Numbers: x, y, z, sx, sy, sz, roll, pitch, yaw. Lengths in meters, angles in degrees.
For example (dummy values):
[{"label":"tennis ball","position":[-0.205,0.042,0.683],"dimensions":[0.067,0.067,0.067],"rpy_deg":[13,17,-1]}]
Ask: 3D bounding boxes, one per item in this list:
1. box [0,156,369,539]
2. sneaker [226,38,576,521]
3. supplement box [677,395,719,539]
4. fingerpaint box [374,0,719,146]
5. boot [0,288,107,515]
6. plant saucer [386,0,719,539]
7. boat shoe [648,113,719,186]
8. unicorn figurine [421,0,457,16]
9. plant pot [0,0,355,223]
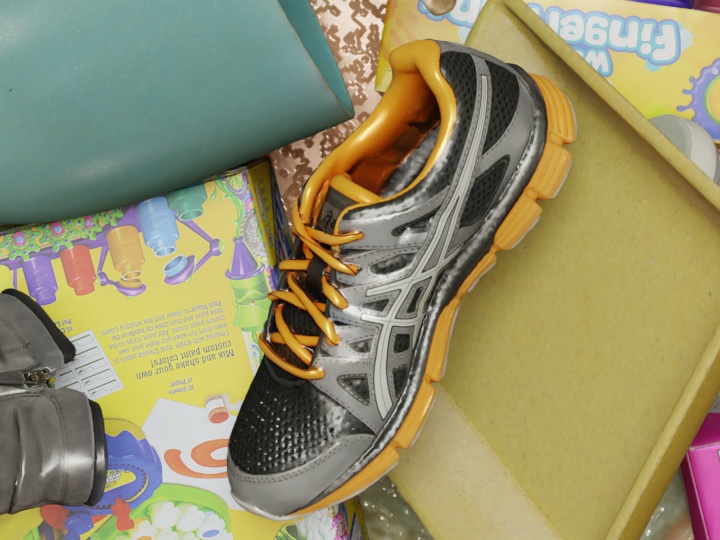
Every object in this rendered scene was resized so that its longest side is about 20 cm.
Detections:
[{"label":"box","position":[-0.114,0.070,0.957],"dimensions":[0.199,0.122,0.194],"rpy_deg":[-14,94,3]},{"label":"sneaker","position":[0.000,0.000,0.842],"dimensions":[0.077,0.078,0.201],"rpy_deg":[31,88,-44]},{"label":"supplement box","position":[0.240,0.090,0.952],"dimensions":[0.199,0.101,0.104],"rpy_deg":[-12,95,4]},{"label":"fingerpaint box","position":[0.116,-0.143,0.951],"dimensions":[0.199,0.073,0.168],"rpy_deg":[10,95,2]},{"label":"boot","position":[-0.190,0.028,0.854],"dimensions":[0.131,0.070,0.200],"rpy_deg":[-17,61,-34]},{"label":"plant saucer","position":[0.079,0.021,0.882],"dimensions":[0.048,0.200,0.201],"rpy_deg":[6,120,-34]},{"label":"boat shoe","position":[0.109,0.022,0.952],"dimensions":[0.071,0.070,0.201],"rpy_deg":[14,122,-25]},{"label":"unicorn figurine","position":[-0.007,-0.158,0.862],"dimensions":[0.074,0.200,0.138],"rpy_deg":[-39,59,5]},{"label":"plant pot","position":[-0.118,-0.111,0.856],"dimensions":[0.160,0.201,0.201],"rpy_deg":[-27,93,6]}]
